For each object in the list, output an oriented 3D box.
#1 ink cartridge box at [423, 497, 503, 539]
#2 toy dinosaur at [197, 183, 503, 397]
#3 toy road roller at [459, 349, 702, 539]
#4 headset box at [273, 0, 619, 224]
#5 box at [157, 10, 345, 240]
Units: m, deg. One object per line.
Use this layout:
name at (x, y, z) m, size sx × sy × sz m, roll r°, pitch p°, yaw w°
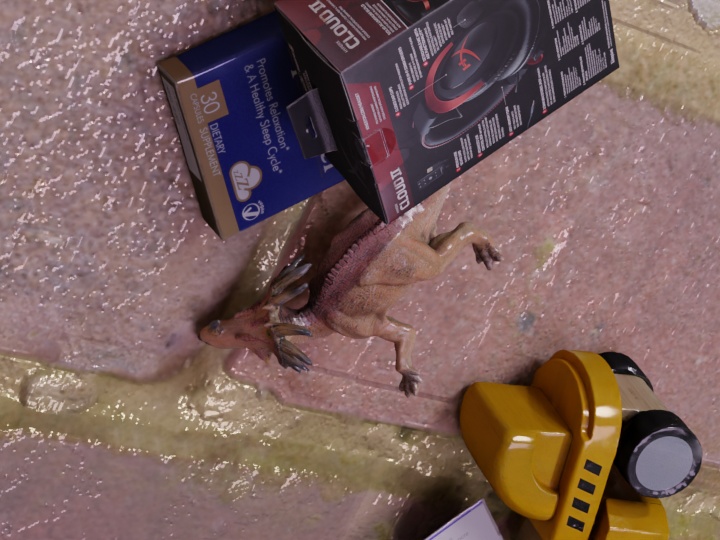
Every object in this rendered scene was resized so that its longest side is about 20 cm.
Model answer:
ink cartridge box at (0.034, 0.271, 1.645) m, size 0.198 × 0.043 × 0.200 m, roll -35°, pitch 133°, yaw -9°
toy dinosaur at (0.000, 0.000, 1.410) m, size 0.135 × 0.086 × 0.200 m, roll 13°, pitch 119°, yaw -45°
toy road roller at (0.137, 0.152, 1.590) m, size 0.146 × 0.123 × 0.200 m, roll 7°, pitch 113°, yaw -20°
headset box at (0.046, -0.131, 1.314) m, size 0.200 × 0.075 × 0.149 m, roll -35°, pitch 145°, yaw -10°
box at (-0.017, -0.113, 1.377) m, size 0.200 × 0.032 × 0.121 m, roll -28°, pitch 130°, yaw -16°
